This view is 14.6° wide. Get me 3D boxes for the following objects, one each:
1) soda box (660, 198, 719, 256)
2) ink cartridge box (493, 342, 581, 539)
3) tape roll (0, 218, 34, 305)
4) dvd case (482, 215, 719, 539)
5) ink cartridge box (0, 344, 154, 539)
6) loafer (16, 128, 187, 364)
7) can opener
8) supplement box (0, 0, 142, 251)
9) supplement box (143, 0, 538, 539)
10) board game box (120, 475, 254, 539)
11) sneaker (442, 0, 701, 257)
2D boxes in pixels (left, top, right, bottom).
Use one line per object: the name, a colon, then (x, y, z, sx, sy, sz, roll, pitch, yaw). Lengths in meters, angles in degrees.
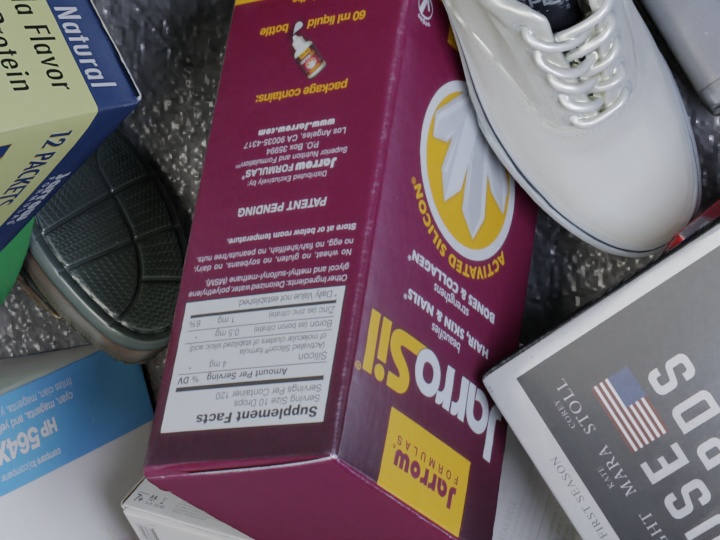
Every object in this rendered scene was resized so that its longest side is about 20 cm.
soda box: (0.186, 0.060, 1.011, 0.200, 0.070, 0.064, 39, 120, 11)
ink cartridge box: (0.080, 0.099, 1.114, 0.199, 0.048, 0.146, 27, 116, 27)
tape roll: (-0.216, -0.062, 1.191, 0.200, 0.048, 0.202, 16, 114, 42)
dvd case: (0.158, 0.049, 0.967, 0.200, 0.025, 0.151, -35, 86, 27)
ink cartridge box: (-0.156, 0.148, 1.228, 0.128, 0.125, 0.202, -11, 97, 33)
loafer: (-0.139, -0.039, 1.210, 0.201, 0.072, 0.063, 56, 144, 15)
can opener: (0.148, -0.087, 1.025, 0.067, 0.053, 0.201, -32, 85, 6)
supplement box: (-0.225, -0.094, 1.009, 0.134, 0.199, 0.201, -40, 73, 46)
supplement box: (0.000, 0.000, 1.039, 0.085, 0.110, 0.201, -7, 62, 33)
board game box: (0.004, 0.145, 1.117, 0.199, 0.035, 0.127, 11, 139, 43)
sneaker: (0.066, -0.086, 0.998, 0.073, 0.071, 0.201, -32, 109, -1)
